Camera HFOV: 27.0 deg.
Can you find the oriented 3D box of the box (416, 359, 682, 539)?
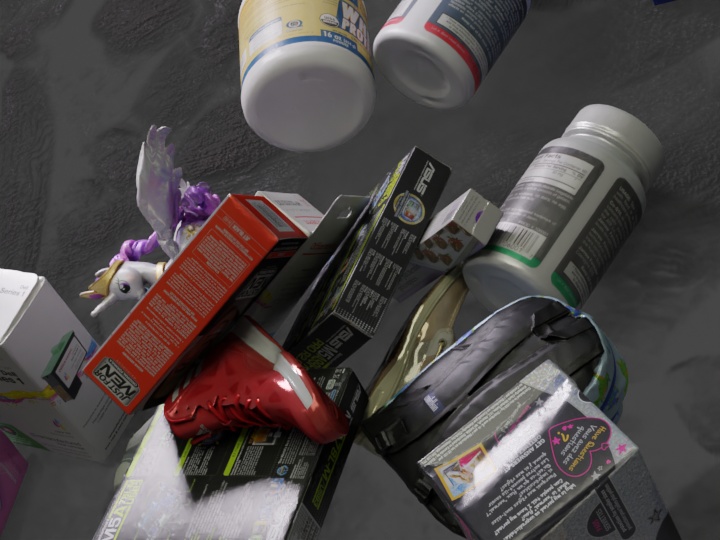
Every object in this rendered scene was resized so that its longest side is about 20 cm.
[{"bbox_3d":[0.153,0.188,1.121,0.132,0.200,0.115,-37,46,-5],"label":"box"}]

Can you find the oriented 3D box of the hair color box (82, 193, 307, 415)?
[{"bbox_3d":[-0.140,0.028,1.293,0.061,0.102,0.200,43,100,8],"label":"hair color box"}]

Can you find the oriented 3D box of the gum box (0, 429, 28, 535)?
[{"bbox_3d":[-0.403,0.178,1.434,0.066,0.200,0.114,-11,41,21],"label":"gum box"}]

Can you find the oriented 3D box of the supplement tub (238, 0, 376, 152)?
[{"bbox_3d":[-0.061,-0.243,1.647,0.145,0.145,0.200,-18,47,13],"label":"supplement tub"}]

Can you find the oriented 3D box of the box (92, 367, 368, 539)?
[{"bbox_3d":[-0.110,0.172,1.285,0.193,0.048,0.200,-7,43,29],"label":"box"}]

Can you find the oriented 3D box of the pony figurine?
[{"bbox_3d":[-0.173,-0.029,1.536,0.200,0.167,0.193,7,66,13],"label":"pony figurine"}]

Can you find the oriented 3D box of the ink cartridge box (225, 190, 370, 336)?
[{"bbox_3d":[-0.085,-0.008,1.392,0.068,0.115,0.200,39,100,11],"label":"ink cartridge box"}]

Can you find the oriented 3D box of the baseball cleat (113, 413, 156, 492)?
[{"bbox_3d":[-0.140,0.169,1.382,0.200,0.070,0.107,-3,61,26],"label":"baseball cleat"}]

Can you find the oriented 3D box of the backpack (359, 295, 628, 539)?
[{"bbox_3d":[0.128,0.115,1.255,0.200,0.154,0.163,-55,45,6],"label":"backpack"}]

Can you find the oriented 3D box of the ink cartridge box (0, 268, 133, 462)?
[{"bbox_3d":[-0.330,0.090,1.463,0.145,0.200,0.084,7,54,32],"label":"ink cartridge box"}]

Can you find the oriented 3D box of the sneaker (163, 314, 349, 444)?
[{"bbox_3d":[-0.091,0.120,1.249,0.116,0.078,0.200,-42,27,-6],"label":"sneaker"}]

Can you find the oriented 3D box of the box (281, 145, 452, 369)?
[{"bbox_3d":[0.000,0.000,1.398,0.160,0.044,0.200,-42,19,57],"label":"box"}]

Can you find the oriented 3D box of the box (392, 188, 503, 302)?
[{"bbox_3d":[0.067,-0.020,1.376,0.041,0.039,0.200,-57,8,-25],"label":"box"}]

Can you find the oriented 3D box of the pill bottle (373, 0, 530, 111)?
[{"bbox_3d":[0.112,-0.280,1.605,0.120,0.120,0.200,16,61,37],"label":"pill bottle"}]

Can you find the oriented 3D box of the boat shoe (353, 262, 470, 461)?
[{"bbox_3d":[0.058,0.084,1.365,0.065,0.072,0.200,32,65,-1],"label":"boat shoe"}]

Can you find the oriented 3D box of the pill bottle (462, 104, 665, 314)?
[{"bbox_3d":[0.189,-0.048,1.367,0.113,0.113,0.200,20,63,38],"label":"pill bottle"}]

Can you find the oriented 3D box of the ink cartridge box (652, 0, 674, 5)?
[{"bbox_3d":[0.320,-0.387,1.603,0.044,0.094,0.200,-11,49,20],"label":"ink cartridge box"}]
